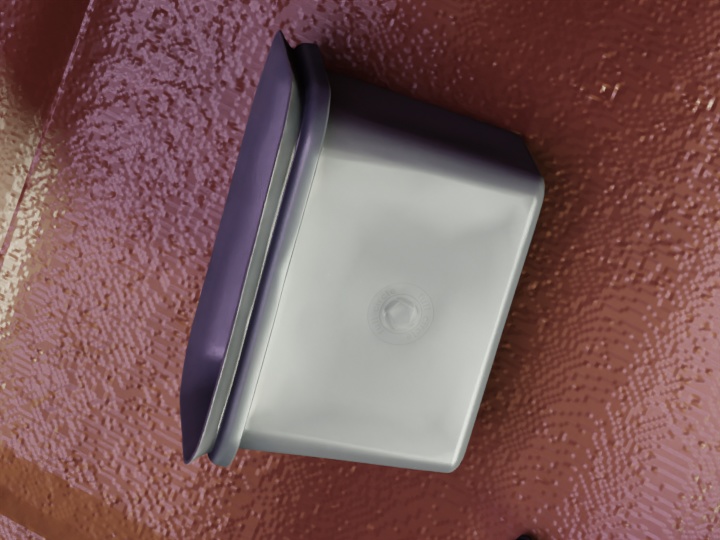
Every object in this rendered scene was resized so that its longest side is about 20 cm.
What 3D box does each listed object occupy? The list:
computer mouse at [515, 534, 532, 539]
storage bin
[{"bbox_3d":[0.038,0.227,1.362,0.200,0.044,0.110,-33,94,18],"label":"computer mouse"},{"bbox_3d":[0.000,0.000,1.284,0.134,0.146,0.200,13,108,-11],"label":"storage bin"}]
